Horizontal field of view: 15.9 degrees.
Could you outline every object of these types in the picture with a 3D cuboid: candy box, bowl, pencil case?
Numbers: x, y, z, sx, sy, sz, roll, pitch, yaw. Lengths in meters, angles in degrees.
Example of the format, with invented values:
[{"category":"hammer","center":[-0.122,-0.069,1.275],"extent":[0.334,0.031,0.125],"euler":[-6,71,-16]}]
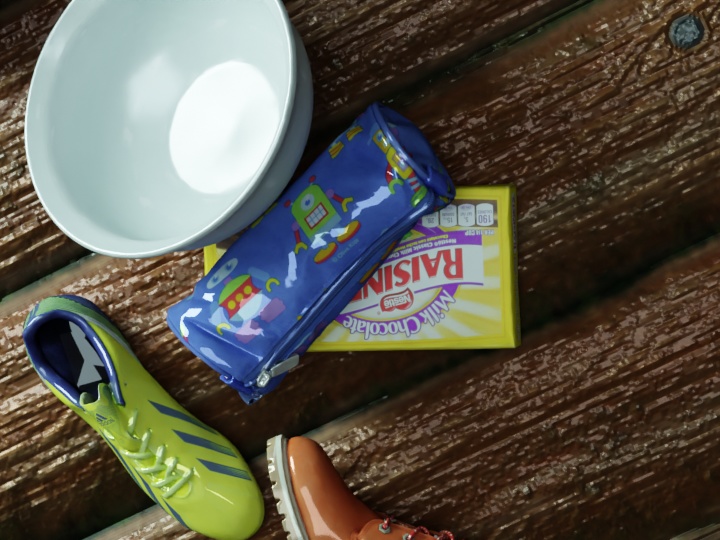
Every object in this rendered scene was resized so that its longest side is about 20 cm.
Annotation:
[{"category":"candy box","center":[0.000,0.000,1.617],"extent":[0.199,0.026,0.103],"euler":[-2,96,12]},{"category":"bowl","center":[-0.102,-0.094,1.583],"extent":[0.200,0.090,0.202],"euler":[-10,71,30]},{"category":"pencil case","center":[-0.028,-0.008,1.568],"extent":[0.200,0.078,0.087],"euler":[-46,53,11]}]

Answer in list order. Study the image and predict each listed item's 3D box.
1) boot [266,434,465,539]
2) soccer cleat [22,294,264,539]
[{"category":"boot","center":[0.020,0.176,1.606],"extent":[0.107,0.075,0.200],"euler":[-30,96,9]},{"category":"soccer cleat","center":[-0.142,0.098,1.624],"extent":[0.065,0.084,0.200],"euler":[-43,85,11]}]
